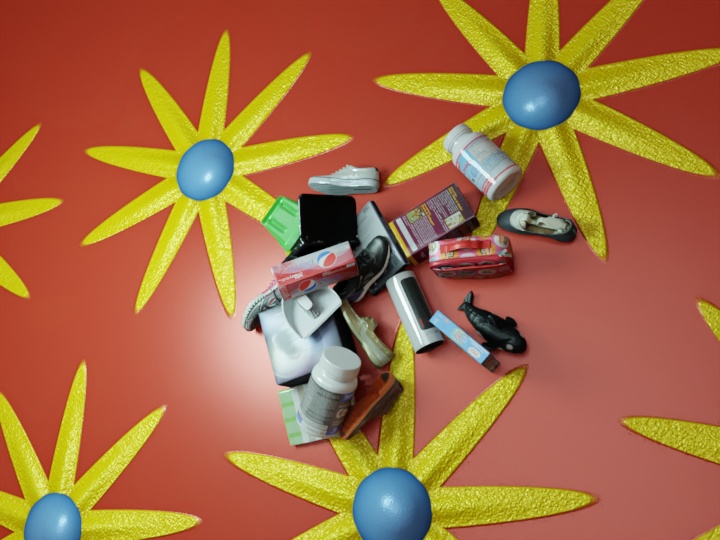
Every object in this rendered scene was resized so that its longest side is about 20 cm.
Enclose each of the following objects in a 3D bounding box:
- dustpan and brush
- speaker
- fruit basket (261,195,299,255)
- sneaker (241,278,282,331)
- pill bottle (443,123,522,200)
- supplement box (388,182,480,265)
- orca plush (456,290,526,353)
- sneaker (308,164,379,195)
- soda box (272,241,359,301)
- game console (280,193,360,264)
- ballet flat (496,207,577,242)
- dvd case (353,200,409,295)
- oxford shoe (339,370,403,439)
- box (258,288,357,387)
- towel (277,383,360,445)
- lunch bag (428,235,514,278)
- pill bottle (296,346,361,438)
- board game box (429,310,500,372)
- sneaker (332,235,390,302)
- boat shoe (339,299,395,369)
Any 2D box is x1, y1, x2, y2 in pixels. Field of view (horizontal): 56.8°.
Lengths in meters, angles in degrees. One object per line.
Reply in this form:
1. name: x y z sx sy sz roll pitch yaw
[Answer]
1. dustpan and brush: -0.158 0.058 1.655 0.140 0.057 0.200 -44 52 -5
2. speaker: 0.136 0.106 1.665 0.081 0.081 0.201 -26 69 10
3. fruit basket: -0.162 -0.096 1.779 0.215 0.216 0.156 35 89 23
4. sneaker: -0.240 0.090 1.794 0.200 0.081 0.075 -46 69 2
5. pill bottle: 0.306 -0.280 1.692 0.109 0.109 0.200 -43 67 4
6. supplement box: 0.189 -0.117 1.700 0.200 0.086 0.111 -31 68 9
7. orca plush: 0.317 0.116 1.593 0.105 0.071 0.200 -25 53 -10
8. sneaker: -0.043 -0.251 1.829 0.199 0.073 0.071 3 68 10
9. soda box: -0.109 0.001 1.622 0.199 0.063 0.070 -19 54 -4
10. game console: -0.107 -0.096 1.707 0.176 0.200 0.117 -44 63 37
11. ballet flat: 0.430 -0.119 1.631 0.199 0.073 0.073 16 81 22
12. dvd case: 0.033 -0.057 1.731 0.150 0.025 0.200 -45 62 39
13. oxford shoe: 0.030 0.345 1.630 0.200 0.073 0.071 -47 24 -7
14. box: -0.131 0.175 1.713 0.199 0.123 0.199 -23 71 12
15. towel: -0.103 0.356 1.694 0.199 0.031 0.150 -15 84 17
16. lunch bag: 0.266 -0.037 1.605 0.199 0.176 0.082 -5 74 18
17. pill bottle: -0.073 0.288 1.585 0.114 0.114 0.201 31 116 23
18. board game box: 0.246 0.168 1.545 0.151 0.200 0.037 40 92 23
19. sneaker: 0.000 0.000 1.679 0.076 0.087 0.200 43 114 32
20. boat shoe: 0.015 0.151 1.687 0.066 0.074 0.200 -33 91 -3
